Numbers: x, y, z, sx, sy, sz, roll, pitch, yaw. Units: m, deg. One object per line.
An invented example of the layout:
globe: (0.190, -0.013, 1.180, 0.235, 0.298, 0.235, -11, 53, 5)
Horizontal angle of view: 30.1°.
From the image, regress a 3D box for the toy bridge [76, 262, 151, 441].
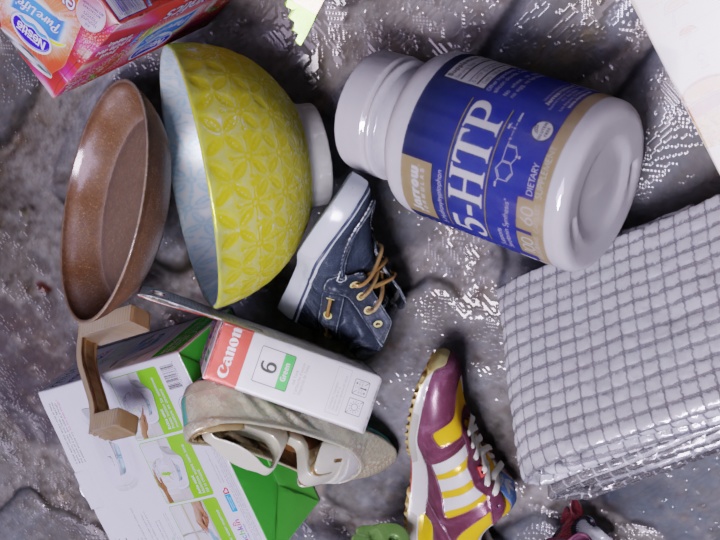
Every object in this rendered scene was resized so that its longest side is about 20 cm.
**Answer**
toy bridge: (-0.210, 0.046, 1.140, 0.067, 0.202, 0.027, -17, 149, 33)

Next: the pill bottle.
pill bottle: (0.085, -0.086, 0.940, 0.199, 0.119, 0.121, 22, 121, 31)

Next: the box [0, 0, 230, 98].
box: (-0.166, -0.216, 0.966, 0.095, 0.200, 0.100, -35, 94, 38)

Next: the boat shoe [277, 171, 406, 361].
boat shoe: (0.000, 0.000, 1.034, 0.090, 0.071, 0.201, 32, 153, 3)

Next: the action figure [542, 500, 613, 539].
action figure: (0.163, 0.271, 1.036, 0.147, 0.201, 0.134, -18, 134, 16)

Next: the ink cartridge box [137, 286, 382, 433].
ink cartridge box: (-0.088, 0.068, 1.063, 0.198, 0.109, 0.051, 19, 90, -8)

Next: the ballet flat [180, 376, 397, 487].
ballet flat: (-0.060, 0.148, 1.108, 0.198, 0.063, 0.068, 21, 135, -20)

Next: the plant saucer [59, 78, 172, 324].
plant saucer: (-0.198, -0.054, 1.100, 0.200, 0.036, 0.203, -25, 60, 55)

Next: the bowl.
bowl: (-0.082, -0.080, 1.029, 0.106, 0.200, 0.202, -11, 113, -15)

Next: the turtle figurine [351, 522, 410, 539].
turtle figurine: (-0.024, 0.301, 1.122, 0.198, 0.145, 0.195, 23, 140, 1)

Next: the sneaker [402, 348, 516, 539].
sneaker: (0.086, 0.154, 1.090, 0.089, 0.075, 0.202, 10, 123, 16)

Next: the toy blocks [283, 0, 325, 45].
toy blocks: (-0.051, -0.280, 0.922, 0.136, 0.100, 0.201, 28, 110, -6)

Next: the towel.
towel: (0.197, 0.055, 0.928, 0.199, 0.167, 0.085, -25, 139, 31)

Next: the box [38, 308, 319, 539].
box: (-0.163, 0.161, 1.199, 0.175, 0.097, 0.202, -17, 104, 32)

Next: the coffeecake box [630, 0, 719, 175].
coffeecake box: (0.271, -0.157, 0.846, 0.153, 0.073, 0.201, -24, 100, 33)
